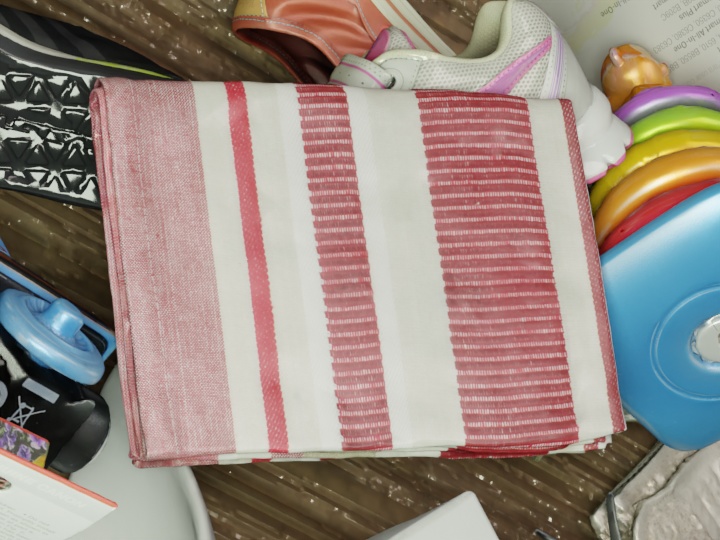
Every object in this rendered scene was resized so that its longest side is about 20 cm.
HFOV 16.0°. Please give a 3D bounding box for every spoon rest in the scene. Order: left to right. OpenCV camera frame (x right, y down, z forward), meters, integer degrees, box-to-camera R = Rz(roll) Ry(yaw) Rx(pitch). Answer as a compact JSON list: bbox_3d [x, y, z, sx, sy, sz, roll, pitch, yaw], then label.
[{"bbox_3d":[-0.079,0.087,0.943,0.061,0.099,0.200,49,37,-26],"label":"spoon rest"}]

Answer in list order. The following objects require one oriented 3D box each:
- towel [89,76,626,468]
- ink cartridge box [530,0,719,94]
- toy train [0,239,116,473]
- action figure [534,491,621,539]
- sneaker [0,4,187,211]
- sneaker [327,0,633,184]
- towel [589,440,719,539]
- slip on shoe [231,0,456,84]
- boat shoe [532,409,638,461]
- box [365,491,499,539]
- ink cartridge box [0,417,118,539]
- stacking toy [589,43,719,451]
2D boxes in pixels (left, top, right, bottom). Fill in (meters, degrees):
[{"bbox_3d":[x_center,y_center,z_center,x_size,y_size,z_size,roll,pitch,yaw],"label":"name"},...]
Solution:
[{"bbox_3d":[0.000,0.000,0.954,0.199,0.023,0.145,0,73,-26],"label":"towel"},{"bbox_3d":[0.163,-0.144,1.204,0.128,0.125,0.201,-26,87,-41],"label":"ink cartridge box"},{"bbox_3d":[-0.172,0.003,0.891,0.200,0.087,0.114,34,10,-33],"label":"toy train"},{"bbox_3d":[0.139,0.189,1.047,0.118,0.102,0.201,-26,91,-13],"label":"action figure"},{"bbox_3d":[-0.139,-0.067,0.988,0.199,0.083,0.072,21,101,-13],"label":"sneaker"},{"bbox_3d":[0.007,-0.048,1.034,0.199,0.081,0.089,-27,102,-15],"label":"sneaker"},{"bbox_3d":[0.193,0.154,1.154,0.200,0.034,0.132,54,49,-6],"label":"towel"},{"bbox_3d":[0.023,-0.063,1.105,0.200,0.074,0.061,44,73,-15],"label":"slip on shoe"},{"bbox_3d":[0.081,0.042,1.091,0.199,0.075,0.069,-13,73,-41],"label":"boat shoe"},{"bbox_3d":[0.023,0.202,0.940,0.097,0.124,0.201,-26,87,-41],"label":"box"},{"bbox_3d":[-0.163,0.061,0.809,0.109,0.200,0.051,29,55,-25],"label":"ink cartridge box"},{"bbox_3d":[0.135,-0.034,1.090,0.116,0.110,0.200,44,23,-33],"label":"stacking toy"}]
